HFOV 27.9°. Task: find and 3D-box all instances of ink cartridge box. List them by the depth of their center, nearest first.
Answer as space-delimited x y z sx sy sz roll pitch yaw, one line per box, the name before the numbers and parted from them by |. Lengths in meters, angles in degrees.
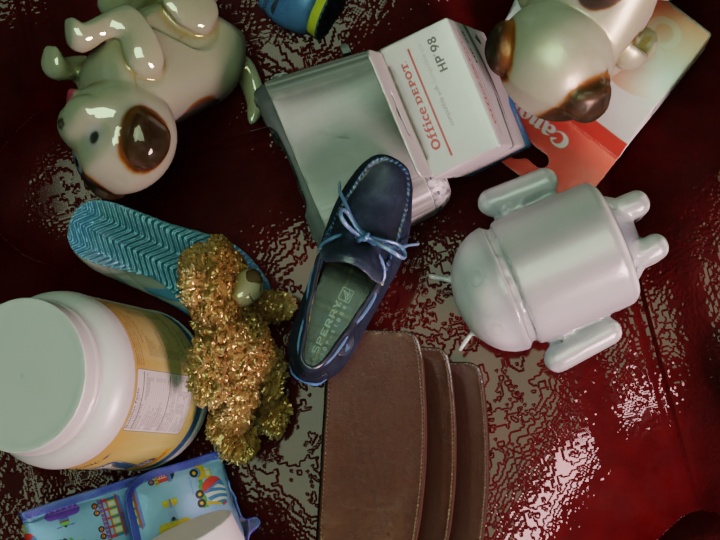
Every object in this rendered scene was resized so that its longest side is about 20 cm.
ink cartridge box | 0.079 -0.143 1.221 0.066 0.200 0.117 -23 89 16
ink cartridge box | 0.190 -0.178 1.302 0.162 0.050 0.200 38 86 9

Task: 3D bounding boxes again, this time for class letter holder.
letter holder | 0.040 0.161 1.233 0.141 0.101 0.202 1 71 5

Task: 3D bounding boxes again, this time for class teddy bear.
teddy bear | -0.101 0.070 1.247 0.066 0.144 0.202 6 100 40

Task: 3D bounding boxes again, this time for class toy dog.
toy dog | 0.194 -0.214 1.189 0.139 0.194 0.201 33 88 -3
toy dog | -0.193 -0.156 1.278 0.194 0.139 0.201 44 51 -26

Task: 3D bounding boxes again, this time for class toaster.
toaster | -0.003 -0.097 1.282 0.128 0.114 0.201 -23 83 1

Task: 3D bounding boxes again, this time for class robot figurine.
robot figurine | 0.163 -0.001 1.252 0.199 0.113 0.171 -22 80 3

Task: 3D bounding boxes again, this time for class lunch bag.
lunch bag | -0.183 0.257 1.284 0.198 0.094 0.152 -17 84 -10

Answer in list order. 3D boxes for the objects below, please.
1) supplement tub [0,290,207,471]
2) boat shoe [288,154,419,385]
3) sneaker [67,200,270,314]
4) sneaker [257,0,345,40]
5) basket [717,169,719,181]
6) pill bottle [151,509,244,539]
supplement tub | -0.230 0.096 1.227 0.143 0.200 0.146 -3 81 22
boat shoe | 0.000 0.000 1.189 0.083 0.069 0.202 15 83 -1
sneaker | -0.169 -0.007 1.311 0.199 0.081 0.077 28 85 -11
sneaker | -0.026 -0.314 1.332 0.078 0.066 0.201 28 87 12
basket | 0.411 -0.146 1.227 0.148 0.143 0.201 23 87 9
pill bottle | -0.111 0.311 1.202 0.113 0.114 0.201 -23 94 3
